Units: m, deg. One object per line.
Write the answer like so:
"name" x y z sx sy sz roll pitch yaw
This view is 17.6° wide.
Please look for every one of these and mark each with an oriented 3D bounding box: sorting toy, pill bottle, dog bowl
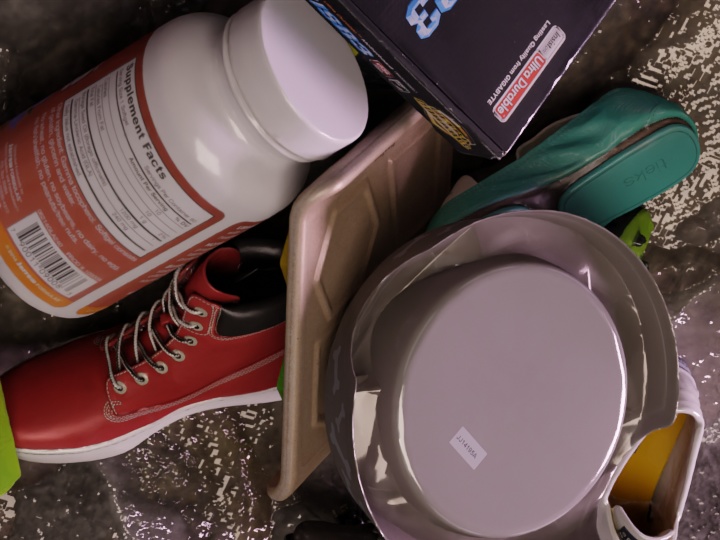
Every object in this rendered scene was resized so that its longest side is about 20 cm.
"sorting toy" 0.000 0.000 1.246 0.036 0.185 0.201 20 125 19
"pill bottle" -0.098 -0.062 1.191 0.199 0.113 0.112 -27 122 30
"dog bowl" 0.069 0.064 1.207 0.199 0.059 0.202 -4 99 -27

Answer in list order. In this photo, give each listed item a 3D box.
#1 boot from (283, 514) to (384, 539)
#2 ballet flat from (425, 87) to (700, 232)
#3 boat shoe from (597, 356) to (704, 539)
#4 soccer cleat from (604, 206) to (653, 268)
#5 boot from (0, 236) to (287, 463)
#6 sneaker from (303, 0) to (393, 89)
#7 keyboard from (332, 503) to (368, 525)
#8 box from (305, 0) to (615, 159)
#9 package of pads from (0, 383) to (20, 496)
"boot" 0.060 0.106 1.361 0.198 0.069 0.176 7 98 -1
"ballet flat" 0.092 -0.036 1.273 0.199 0.070 0.068 -31 126 -7
"boat shoe" 0.161 0.148 1.403 0.070 0.070 0.201 10 119 -17
"soccer cleat" 0.088 0.028 1.299 0.200 0.081 0.068 -47 152 -19
"boot" -0.119 0.038 1.265 0.198 0.073 0.145 -16 157 -4
"sneaker" -0.025 -0.165 1.195 0.066 0.079 0.200 -9 148 36
"keyboard" 0.051 0.186 1.444 0.126 0.021 0.201 -9 121 -2
"box" 0.053 -0.193 1.144 0.198 0.050 0.201 43 77 -25
"package of pads" -0.275 0.033 1.245 0.153 0.068 0.201 11 125 26
